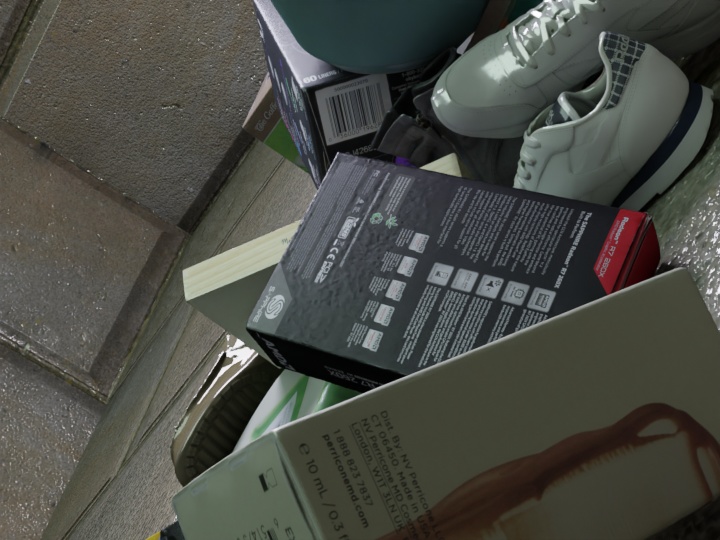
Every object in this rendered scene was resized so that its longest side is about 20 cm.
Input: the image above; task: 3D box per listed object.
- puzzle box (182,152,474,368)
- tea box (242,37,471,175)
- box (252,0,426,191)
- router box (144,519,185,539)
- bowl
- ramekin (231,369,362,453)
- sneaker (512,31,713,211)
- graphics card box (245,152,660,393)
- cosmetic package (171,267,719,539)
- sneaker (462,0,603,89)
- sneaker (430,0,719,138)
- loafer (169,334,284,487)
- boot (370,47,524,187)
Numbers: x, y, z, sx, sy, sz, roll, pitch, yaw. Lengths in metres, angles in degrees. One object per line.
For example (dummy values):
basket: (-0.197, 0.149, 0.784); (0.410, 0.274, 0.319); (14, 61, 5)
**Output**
puzzle box: (0.000, 0.000, 0.838); (0.198, 0.133, 0.026); (-22, 58, 16)
tea box: (0.014, -0.174, 1.233); (0.134, 0.195, 0.201); (-51, 14, 31)
box: (-0.002, -0.152, 1.001); (0.121, 0.107, 0.201); (-17, 34, -7)
router box: (-0.105, 0.258, 0.706); (0.149, 0.051, 0.202); (-36, 57, 39)
bowl: (0.016, -0.211, 0.889); (0.202, 0.198, 0.106); (-72, -22, -50)
ramekin: (-0.024, 0.138, 0.840); (0.201, 0.097, 0.200); (-55, 12, 18)
sneaker: (0.121, -0.051, 0.763); (0.201, 0.080, 0.077); (-54, 14, 30)
graphics card box: (0.048, 0.013, 0.688); (0.198, 0.051, 0.127); (14, 66, 30)
cosmetic package: (0.045, 0.078, 0.471); (0.198, 0.088, 0.103); (-19, -12, -33)
sneaker: (0.118, -0.134, 0.872); (0.071, 0.080, 0.202); (-14, -41, -35)
sneaker: (0.127, -0.153, 0.759); (0.198, 0.100, 0.075); (-27, 54, 3)
loafer: (-0.079, 0.087, 0.966); (0.067, 0.076, 0.201); (-7, 38, 52)
boot: (0.062, -0.063, 0.892); (0.201, 0.131, 0.070); (-55, 10, 42)
